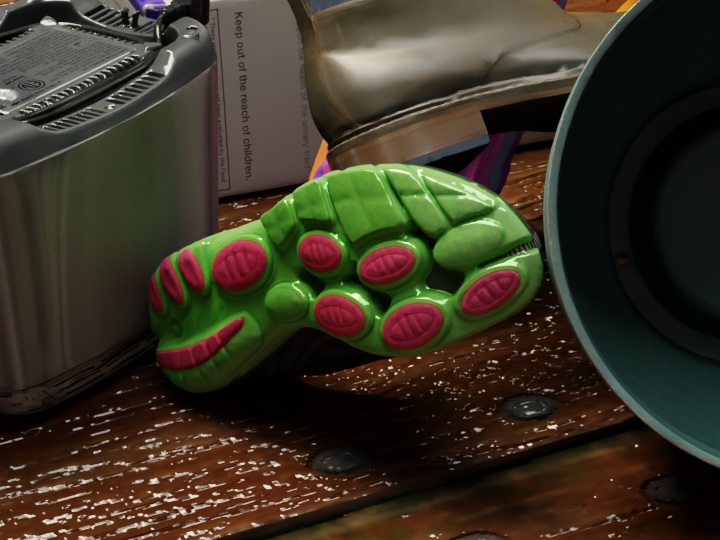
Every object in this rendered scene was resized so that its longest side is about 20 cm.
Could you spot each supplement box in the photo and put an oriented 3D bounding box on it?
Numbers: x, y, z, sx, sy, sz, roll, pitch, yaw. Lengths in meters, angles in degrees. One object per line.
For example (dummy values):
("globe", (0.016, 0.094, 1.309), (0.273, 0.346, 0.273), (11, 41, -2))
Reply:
("supplement box", (-0.014, -0.109, 1.376), (0.200, 0.103, 0.101), (-11, 26, -14))

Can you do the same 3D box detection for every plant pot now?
("plant pot", (0.159, -0.020, 1.109), (0.200, 0.200, 0.134), (-5, -1, -5))

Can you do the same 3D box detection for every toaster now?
("toaster", (-0.131, -0.030, 1.192), (0.114, 0.129, 0.200), (16, 32, 32))

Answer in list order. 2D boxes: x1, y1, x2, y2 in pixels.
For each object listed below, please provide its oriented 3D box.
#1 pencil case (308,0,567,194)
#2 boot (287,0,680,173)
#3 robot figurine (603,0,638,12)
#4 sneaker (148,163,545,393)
("pencil case", (0.044, -0.103, 1.250), (0.088, 0.200, 0.088), (20, -4, 1))
("boot", (0.064, -0.103, 1.174), (0.200, 0.097, 0.075), (-21, -7, -24))
("robot figurine", (0.141, -0.138, 1.359), (0.058, 0.145, 0.200), (30, 23, 6))
("sneaker", (0.000, 0.000, 1.128), (0.084, 0.077, 0.200), (-11, 0, -43))
